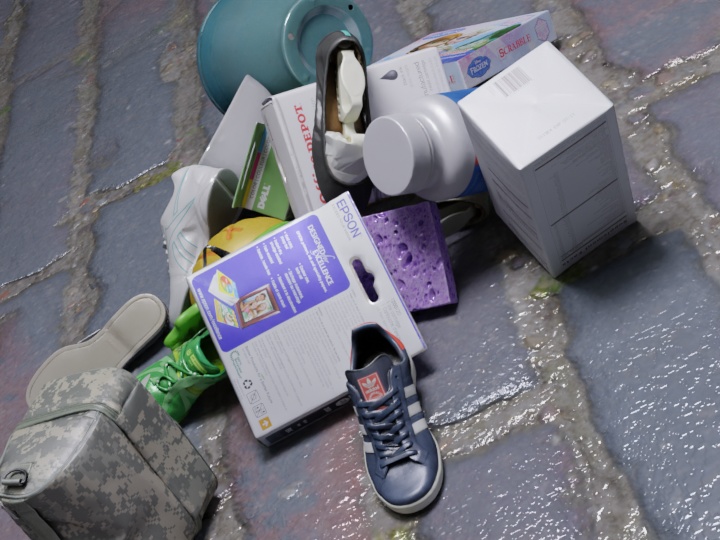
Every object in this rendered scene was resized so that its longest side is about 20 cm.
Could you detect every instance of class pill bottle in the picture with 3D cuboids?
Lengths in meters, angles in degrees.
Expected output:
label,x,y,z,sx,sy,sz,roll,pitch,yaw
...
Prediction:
label,x,y,z,sx,sy,sz,roll,pitch,yaw
pill bottle,0.105,-0.133,1.603,0.200,0.112,0.112,-15,18,-37

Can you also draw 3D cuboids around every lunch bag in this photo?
label,x,y,z,sx,sy,sz,roll,pitch,yaw
lunch bag,-0.254,0.214,1.472,0.139,0.200,0.168,-14,34,27

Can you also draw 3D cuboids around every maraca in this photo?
label,x,y,z,sx,sy,sz,roll,pitch,yaw
maraca,-0.147,0.018,1.742,0.107,0.137,0.200,43,84,12

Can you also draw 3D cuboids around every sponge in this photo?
label,x,y,z,sx,sy,sz,roll,pitch,yaw
sponge,0.000,0.000,1.643,0.200,0.112,0.030,-13,-2,24

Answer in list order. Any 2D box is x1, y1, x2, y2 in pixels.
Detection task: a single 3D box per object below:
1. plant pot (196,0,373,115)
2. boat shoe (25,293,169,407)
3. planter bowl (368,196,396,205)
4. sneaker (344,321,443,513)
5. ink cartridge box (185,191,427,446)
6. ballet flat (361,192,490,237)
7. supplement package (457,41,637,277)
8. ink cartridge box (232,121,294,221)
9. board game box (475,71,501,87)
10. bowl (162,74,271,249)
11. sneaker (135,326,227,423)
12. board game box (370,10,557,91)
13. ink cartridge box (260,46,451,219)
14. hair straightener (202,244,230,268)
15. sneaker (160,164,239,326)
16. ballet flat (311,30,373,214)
label,x,y,z,sx,sy,sz,roll,pitch,yaw
plant pot,-0.084,-0.287,2.000,0.200,0.200,0.188,-46,23,-22
boat shoe,-0.309,0.107,1.829,0.200,0.073,0.063,-40,-11,-3
planter bowl,0.013,-0.142,1.818,0.200,0.083,0.201,-29,36,24
sneaker,0.022,0.133,1.435,0.075,0.085,0.200,-23,46,8
ink cartridge box,-0.054,0.049,1.581,0.200,0.043,0.198,-28,69,6
ballet flat,0.052,-0.051,1.713,0.200,0.067,0.062,-24,42,13
supplement package,0.188,-0.106,1.516,0.114,0.200,0.110,-34,55,-6
ink cartridge box,-0.094,-0.118,1.807,0.200,0.059,0.104,-34,-37,-82
board game box,0.182,-0.174,1.799,0.134,0.034,0.200,-38,32,-12
bowl,-0.167,-0.122,1.931,0.200,0.075,0.200,-57,7,42
sneaker,-0.185,0.105,1.664,0.200,0.084,0.074,-36,74,-7
board game box,0.109,-0.263,1.911,0.200,0.041,0.199,-4,22,43
ink cartridge box,0.006,-0.149,1.698,0.200,0.146,0.085,-19,4,-11
hair straightener,-0.100,0.042,1.629,0.200,0.041,0.077,39,63,14
sneaker,-0.198,-0.028,1.809,0.080,0.070,0.201,16,97,34
ballet flat,-0.018,-0.155,1.614,0.068,0.200,0.068,-6,2,-17
